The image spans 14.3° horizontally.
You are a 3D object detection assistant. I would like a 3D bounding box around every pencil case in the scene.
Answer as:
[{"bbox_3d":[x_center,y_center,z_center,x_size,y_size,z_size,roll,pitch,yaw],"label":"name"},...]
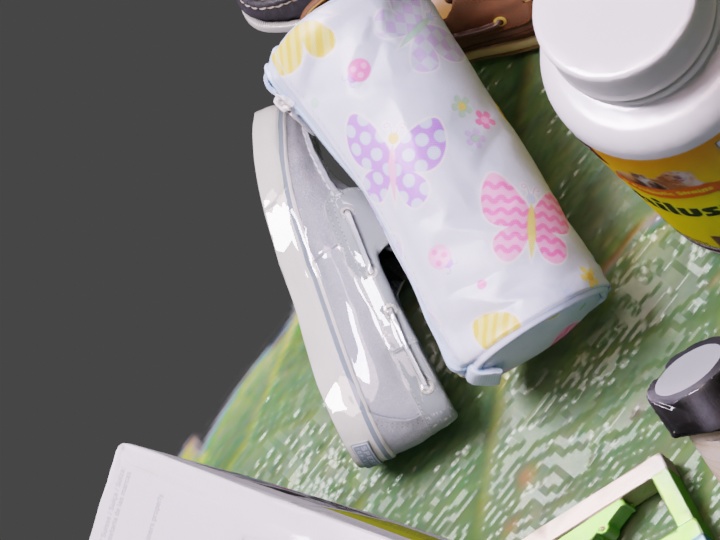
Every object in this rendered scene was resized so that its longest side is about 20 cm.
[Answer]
[{"bbox_3d":[0.036,-0.045,1.390,0.090,0.083,0.201,-28,78,-27],"label":"pencil case"}]

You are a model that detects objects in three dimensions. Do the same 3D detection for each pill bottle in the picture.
[{"bbox_3d":[0.151,-0.086,1.308,0.109,0.200,0.110,-10,67,24],"label":"pill bottle"}]

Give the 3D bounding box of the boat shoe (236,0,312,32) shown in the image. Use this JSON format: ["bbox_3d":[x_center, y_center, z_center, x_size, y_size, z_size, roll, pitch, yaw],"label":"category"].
[{"bbox_3d":[0.011,-0.195,1.505,0.199,0.060,0.074,-27,62,17],"label":"boat shoe"}]

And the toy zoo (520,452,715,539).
[{"bbox_3d":[0.130,0.201,1.320,0.131,0.020,0.201,-33,60,14],"label":"toy zoo"}]

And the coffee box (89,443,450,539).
[{"bbox_3d":[-0.004,0.210,1.265,0.199,0.197,0.201,14,86,37],"label":"coffee box"}]

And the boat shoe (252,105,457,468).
[{"bbox_3d":[0.000,0.000,1.443,0.071,0.070,0.202,-20,65,5],"label":"boat shoe"}]

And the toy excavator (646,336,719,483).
[{"bbox_3d":[0.253,0.024,1.270,0.200,0.100,0.194,-47,18,-30],"label":"toy excavator"}]

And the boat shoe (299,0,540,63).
[{"bbox_3d":[0.060,-0.148,1.458,0.199,0.068,0.072,-26,62,17],"label":"boat shoe"}]
